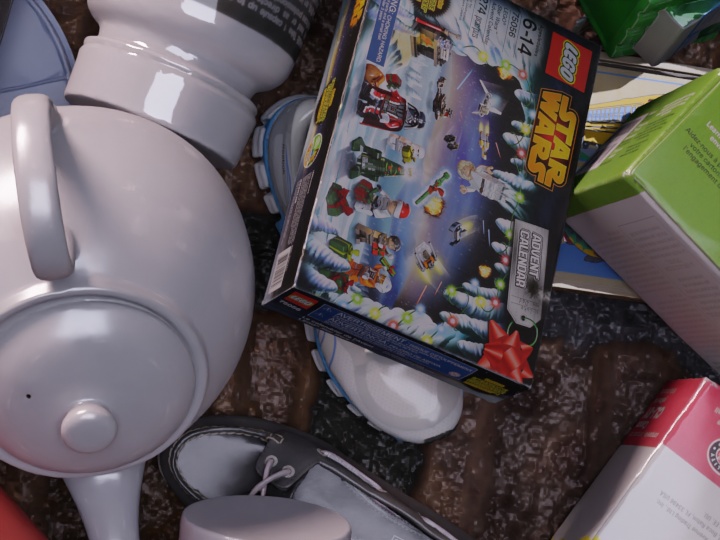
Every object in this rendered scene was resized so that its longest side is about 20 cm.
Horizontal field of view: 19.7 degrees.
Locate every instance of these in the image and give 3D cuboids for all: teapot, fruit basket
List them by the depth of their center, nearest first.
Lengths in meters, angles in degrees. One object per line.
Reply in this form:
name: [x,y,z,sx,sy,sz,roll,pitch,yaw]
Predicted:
teapot: [-0.137,0.026,0.994,0.200,0.146,0.197,31,116,-31]
fruit basket: [0.210,-0.183,1.071,0.199,0.185,0.094,-21,82,-8]

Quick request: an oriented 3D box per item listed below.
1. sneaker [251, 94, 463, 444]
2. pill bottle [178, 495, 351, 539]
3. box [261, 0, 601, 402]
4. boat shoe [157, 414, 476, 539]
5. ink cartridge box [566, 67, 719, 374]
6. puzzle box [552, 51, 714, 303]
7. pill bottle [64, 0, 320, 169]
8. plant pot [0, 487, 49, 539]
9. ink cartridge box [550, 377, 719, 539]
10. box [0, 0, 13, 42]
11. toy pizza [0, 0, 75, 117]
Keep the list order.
sneaker: [0.000,0.000,1.083,0.075,0.087,0.200,-26,92,-10]
pill bottle: [-0.055,0.220,1.032,0.112,0.112,0.201,5,99,-8]
box: [0.040,-0.050,1.043,0.137,0.040,0.201,23,65,-21]
boat shoe: [-0.012,0.130,1.088,0.200,0.057,0.067,27,84,-6]
ink cartridge box: [0.205,0.004,1.054,0.200,0.148,0.076,45,81,-4]
puzzle box: [0.154,-0.050,1.136,0.199,0.025,0.134,7,85,-7]
pill bottle: [-0.072,-0.163,1.066,0.114,0.114,0.201,22,84,-6]
plant pot: [-0.217,0.184,0.999,0.177,0.200,0.201,39,83,-13]
ink cartridge box: [0.169,0.178,1.097,0.145,0.083,0.200,38,82,-5]
box: [-0.264,-0.161,1.019,0.193,0.047,0.201,19,79,-21]
toy pizza: [-0.244,-0.079,1.080,0.199,0.032,0.201,1,85,-8]
